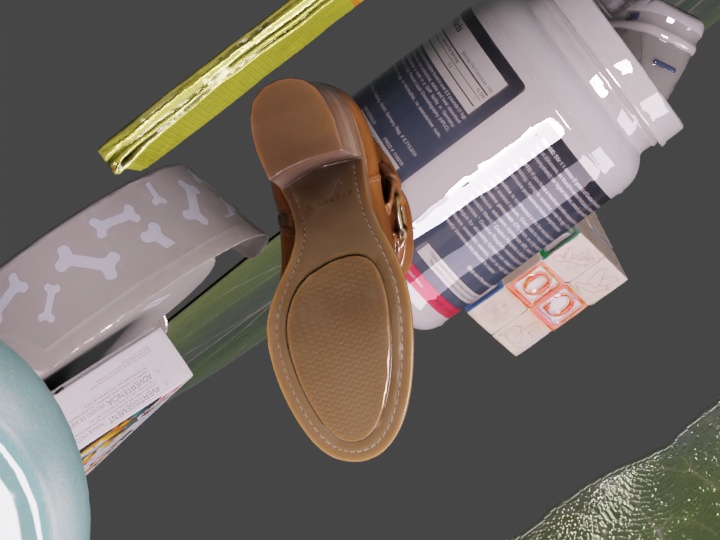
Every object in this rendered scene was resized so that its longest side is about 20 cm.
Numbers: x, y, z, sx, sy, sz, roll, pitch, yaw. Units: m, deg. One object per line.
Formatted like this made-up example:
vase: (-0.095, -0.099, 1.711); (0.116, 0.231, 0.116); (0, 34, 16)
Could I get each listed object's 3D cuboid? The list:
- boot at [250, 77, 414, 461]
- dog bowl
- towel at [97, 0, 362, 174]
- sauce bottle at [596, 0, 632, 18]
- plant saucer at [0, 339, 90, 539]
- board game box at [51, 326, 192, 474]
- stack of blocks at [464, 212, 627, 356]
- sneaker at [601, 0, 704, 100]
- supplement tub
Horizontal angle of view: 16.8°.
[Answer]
boot: (0.000, 0.000, 1.259); (0.074, 0.200, 0.155); (-10, 173, 11)
dog bowl: (-0.143, 0.019, 1.241); (0.200, 0.059, 0.200); (-36, 177, -2)
towel: (-0.027, -0.105, 1.083); (0.200, 0.018, 0.086); (-36, 175, 6)
sauce bottle: (0.217, -0.226, 1.445); (0.200, 0.065, 0.065); (-35, 176, 9)
plant saucer: (-0.190, 0.109, 0.913); (0.200, 0.200, 0.036); (-35, -157, -17)
board game box: (-0.175, 0.103, 1.277); (0.126, 0.035, 0.200); (-33, 175, -30)
stack of blocks: (0.099, -0.057, 1.537); (0.115, 0.200, 0.059); (-36, 132, 15)
sneaker: (0.156, -0.131, 1.659); (0.082, 0.075, 0.200); (-69, -165, -13)
supplement tub: (0.072, -0.073, 1.419); (0.200, 0.140, 0.140); (-36, 176, 8)
